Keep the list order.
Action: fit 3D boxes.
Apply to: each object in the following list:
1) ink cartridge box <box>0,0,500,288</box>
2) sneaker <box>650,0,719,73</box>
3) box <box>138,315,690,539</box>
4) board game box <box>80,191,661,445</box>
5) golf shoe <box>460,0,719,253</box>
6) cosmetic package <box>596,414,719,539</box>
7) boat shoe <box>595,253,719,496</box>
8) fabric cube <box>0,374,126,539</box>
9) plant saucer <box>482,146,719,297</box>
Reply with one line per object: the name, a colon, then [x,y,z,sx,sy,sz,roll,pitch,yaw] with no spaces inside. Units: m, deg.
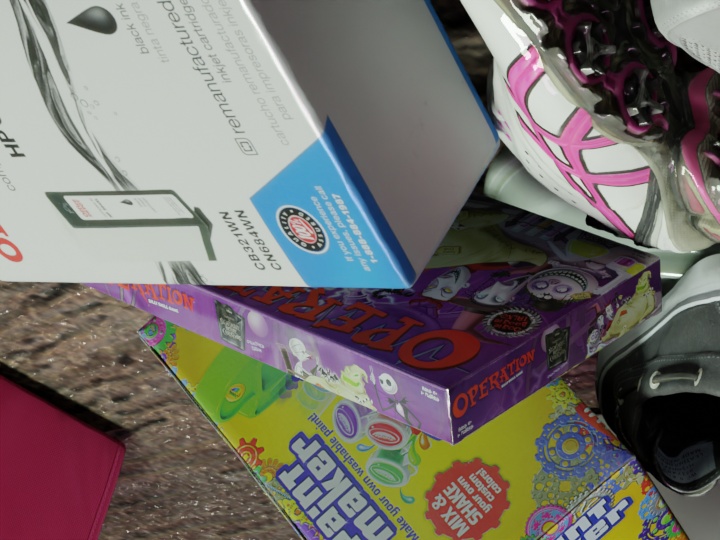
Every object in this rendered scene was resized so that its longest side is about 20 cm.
ink cartridge box: [-0.074,-0.070,0.902,0.200,0.084,0.146,-1,135,37]
sneaker: [0.179,-0.048,0.853,0.200,0.082,0.075,26,155,-24]
box: [0.036,0.091,1.084,0.200,0.122,0.193,48,177,34]
board game box: [0.000,0.000,0.966,0.200,0.120,0.032,21,132,39]
golf shoe: [0.073,-0.063,0.885,0.092,0.073,0.200,-6,145,35]
cosmetic package: [0.144,0.127,1.270,0.200,0.085,0.108,-6,147,42]
boat shoe: [0.133,0.054,1.002,0.070,0.066,0.200,18,160,-6]
fabric cube: [-0.290,0.149,1.440,0.199,0.200,0.196,34,151,-33]
plant saucer: [0.143,0.004,1.036,0.200,0.050,0.200,13,157,6]
